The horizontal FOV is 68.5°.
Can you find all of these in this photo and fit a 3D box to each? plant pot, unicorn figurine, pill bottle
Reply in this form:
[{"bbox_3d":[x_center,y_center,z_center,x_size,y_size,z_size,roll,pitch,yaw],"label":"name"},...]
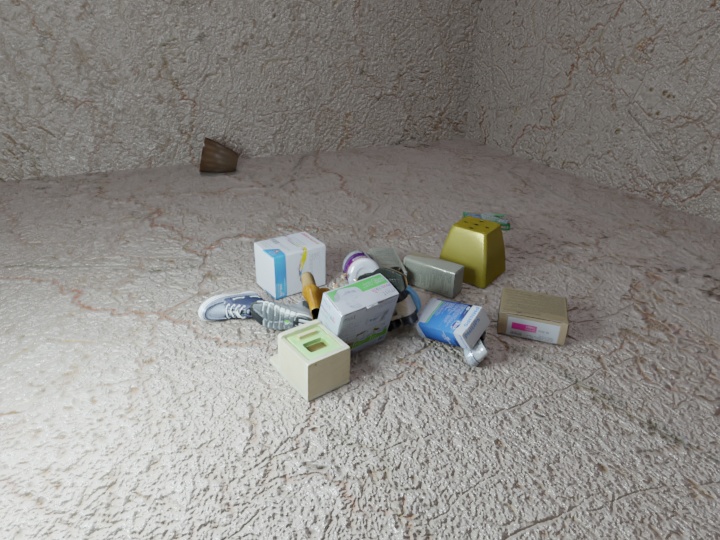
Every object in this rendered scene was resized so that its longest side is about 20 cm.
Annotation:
[{"bbox_3d":[0.402,-0.080,1.881,0.196,0.182,0.198,19,31,32],"label":"plant pot"},{"bbox_3d":[-0.786,-0.625,2.954,0.194,0.192,0.188,11,22,-16],"label":"plant pot"},{"bbox_3d":[-0.001,0.082,1.604,0.073,0.141,0.198,-26,21,-29],"label":"unicorn figurine"},{"bbox_3d":[0.000,0.000,1.739,0.108,0.117,0.200,-2,12,-8],"label":"pill bottle"}]

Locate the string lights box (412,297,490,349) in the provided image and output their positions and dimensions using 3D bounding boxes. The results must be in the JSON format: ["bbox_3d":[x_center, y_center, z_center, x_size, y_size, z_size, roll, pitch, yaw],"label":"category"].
[{"bbox_3d":[0.245,0.141,1.443,0.103,0.060,0.198,-47,28,-21],"label":"string lights box"}]

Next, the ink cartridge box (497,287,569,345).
[{"bbox_3d":[0.510,0.132,1.571,0.194,0.077,0.165,10,28,15],"label":"ink cartridge box"}]

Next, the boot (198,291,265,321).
[{"bbox_3d":[-0.370,0.110,1.553,0.196,0.075,0.089,-18,26,-36],"label":"boot"}]

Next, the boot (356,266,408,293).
[{"bbox_3d":[0.097,0.015,1.502,0.136,0.080,0.197,-18,12,-36],"label":"boot"}]

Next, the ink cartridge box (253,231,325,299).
[{"bbox_3d":[-0.231,-0.022,1.751,0.196,0.151,0.146,-16,30,-33],"label":"ink cartridge box"}]

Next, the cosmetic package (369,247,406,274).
[{"bbox_3d":[0.091,-0.006,1.829,0.101,0.073,0.201,-1,26,-7],"label":"cosmetic package"}]

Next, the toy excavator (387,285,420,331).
[{"bbox_3d":[0.113,0.090,1.577,0.191,0.102,0.199,-22,10,38],"label":"toy excavator"}]

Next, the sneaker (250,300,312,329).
[{"bbox_3d":[-0.213,0.121,1.526,0.194,0.077,0.116,17,22,6],"label":"sneaker"}]

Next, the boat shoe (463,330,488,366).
[{"bbox_3d":[0.317,0.178,1.449,0.066,0.074,0.202,-34,28,23],"label":"boat shoe"}]

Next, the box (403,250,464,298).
[{"bbox_3d":[0.244,0.012,1.781,0.196,0.098,0.077,20,30,30],"label":"box"}]

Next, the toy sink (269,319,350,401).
[{"bbox_3d":[-0.132,0.207,1.325,0.128,0.115,0.198,-16,31,-33],"label":"toy sink"}]

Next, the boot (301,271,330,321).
[{"bbox_3d":[-0.110,0.109,1.497,0.069,0.202,0.147,-24,53,8],"label":"boot"}]

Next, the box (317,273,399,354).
[{"bbox_3d":[-0.012,0.127,1.408,0.196,0.180,0.097,-18,48,-35],"label":"box"}]

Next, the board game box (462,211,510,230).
[{"bbox_3d":[0.560,-0.223,2.362,0.193,0.030,0.135,4,25,5],"label":"board game box"}]
